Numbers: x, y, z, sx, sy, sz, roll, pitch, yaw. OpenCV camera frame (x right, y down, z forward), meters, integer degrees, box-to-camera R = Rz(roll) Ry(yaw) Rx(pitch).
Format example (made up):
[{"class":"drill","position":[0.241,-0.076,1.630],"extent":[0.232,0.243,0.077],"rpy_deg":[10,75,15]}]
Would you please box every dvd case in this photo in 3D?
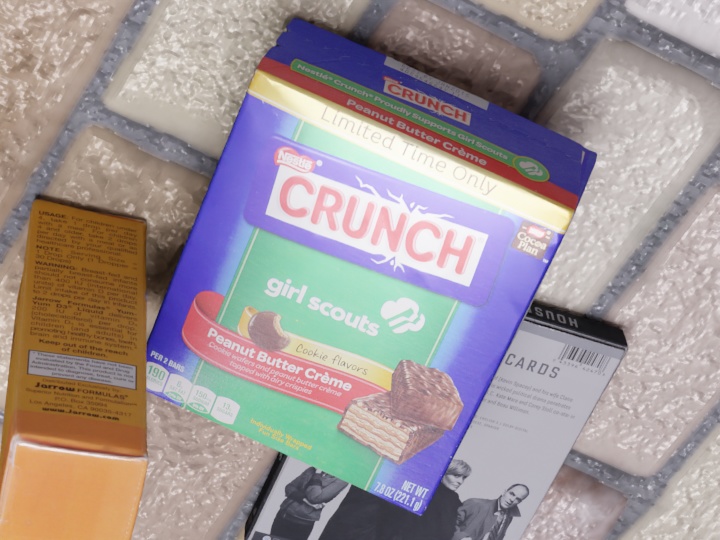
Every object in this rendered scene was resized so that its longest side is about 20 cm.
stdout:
[{"class":"dvd case","position":[0.039,0.094,1.246],"extent":[0.150,0.025,0.200],"rpy_deg":[17,121,-15]}]

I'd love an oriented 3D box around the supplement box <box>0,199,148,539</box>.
[{"class":"supplement box","position":[-0.139,0.048,1.096],"extent":[0.069,0.200,0.067],"rpy_deg":[7,124,-12]}]

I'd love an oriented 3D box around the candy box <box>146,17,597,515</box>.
[{"class":"candy box","position":[0.000,0.000,1.125],"extent":[0.169,0.077,0.200],"rpy_deg":[24,120,0]}]
